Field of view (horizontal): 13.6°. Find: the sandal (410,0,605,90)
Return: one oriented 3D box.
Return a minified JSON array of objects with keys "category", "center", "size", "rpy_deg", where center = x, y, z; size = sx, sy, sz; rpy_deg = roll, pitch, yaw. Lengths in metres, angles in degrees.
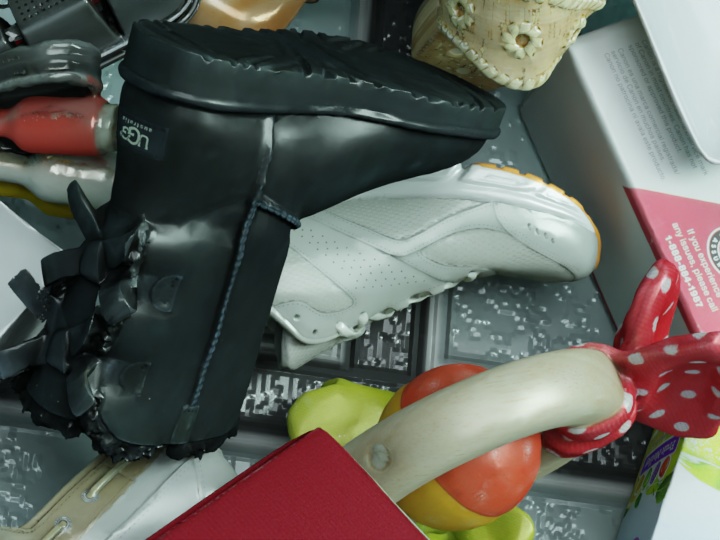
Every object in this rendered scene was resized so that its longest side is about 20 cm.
[{"category":"sandal","center":[0.065,-0.100,1.215],"size":[0.077,0.212,0.070],"rpy_deg":[8,69,-10]}]

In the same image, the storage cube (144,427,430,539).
[{"category":"storage cube","center":[-0.043,0.197,1.085],"size":[0.179,0.171,0.200],"rpy_deg":[-32,72,-37]}]

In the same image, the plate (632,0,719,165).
[{"category":"plate","center":[0.188,-0.165,1.268],"size":[0.199,0.032,0.200],"rpy_deg":[-23,82,-12]}]

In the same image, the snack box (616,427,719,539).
[{"category":"snack box","center":[0.179,0.163,1.241],"size":[0.168,0.068,0.201],"rpy_deg":[23,70,-6]}]

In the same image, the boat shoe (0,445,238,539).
[{"category":"boat shoe","center":[-0.129,0.136,1.180],"size":[0.200,0.075,0.068],"rpy_deg":[-37,67,-21]}]

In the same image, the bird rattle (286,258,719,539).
[{"category":"bird rattle","center":[0.057,0.071,1.176],"size":[0.163,0.199,0.113],"rpy_deg":[-5,75,-58]}]

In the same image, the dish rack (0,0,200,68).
[{"category":"dish rack","center":[-0.171,-0.166,1.253],"size":[0.153,0.055,0.201],"rpy_deg":[-25,73,1]}]

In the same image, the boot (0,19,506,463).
[{"category":"boot","center":[-0.041,-0.009,1.172],"size":[0.198,0.073,0.163],"rpy_deg":[2,112,-46]}]

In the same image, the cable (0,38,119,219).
[{"category":"cable","center":[-0.169,-0.048,1.189],"size":[0.199,0.097,0.051],"rpy_deg":[-4,61,4]}]

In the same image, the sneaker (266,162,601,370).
[{"category":"sneaker","center":[0.000,0.000,1.257],"size":[0.199,0.076,0.093],"rpy_deg":[6,78,-3]}]

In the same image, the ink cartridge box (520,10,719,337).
[{"category":"ink cartridge box","center":[0.192,-0.052,1.305],"size":[0.199,0.083,0.146],"rpy_deg":[-19,77,-18]}]

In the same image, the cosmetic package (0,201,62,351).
[{"category":"cosmetic package","center":[-0.197,0.064,1.176],"size":[0.051,0.083,0.200],"rpy_deg":[39,67,1]}]

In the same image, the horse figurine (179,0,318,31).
[{"category":"horse figurine","center":[-0.064,-0.141,1.294],"size":[0.132,0.050,0.200],"rpy_deg":[-38,81,-29]}]
